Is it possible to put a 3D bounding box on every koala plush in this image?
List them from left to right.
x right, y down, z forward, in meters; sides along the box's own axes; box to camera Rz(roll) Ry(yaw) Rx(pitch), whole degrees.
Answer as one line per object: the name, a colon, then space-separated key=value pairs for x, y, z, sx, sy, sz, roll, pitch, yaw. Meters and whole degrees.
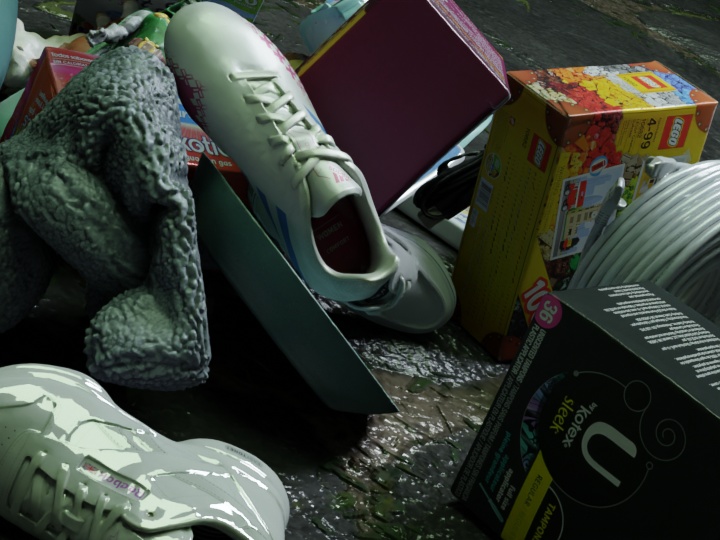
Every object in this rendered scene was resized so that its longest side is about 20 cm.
koala plush: x=-0.195 y=-0.027 z=0.954 sx=0.197 sy=0.186 sz=0.177 roll=-7 pitch=12 yaw=-8

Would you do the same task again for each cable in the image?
cable: x=0.229 y=0.011 z=1.214 sx=0.198 sy=0.201 sz=0.069 roll=-10 pitch=43 yaw=-41

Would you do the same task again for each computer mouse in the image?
computer mouse: x=0.133 y=-0.057 z=1.331 sx=0.053 sy=0.138 sz=0.200 roll=59 pitch=13 yaw=22

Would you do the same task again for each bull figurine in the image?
bull figurine: x=-0.187 y=-0.151 z=1.322 sx=0.199 sy=0.065 sz=0.122 roll=29 pitch=55 yaw=-5

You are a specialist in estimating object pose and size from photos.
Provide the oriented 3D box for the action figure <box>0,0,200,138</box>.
action figure: x=-0.175 y=-0.145 z=1.253 sx=0.118 sy=0.055 sz=0.200 roll=35 pitch=51 yaw=2

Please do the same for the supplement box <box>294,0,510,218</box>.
supplement box: x=0.020 y=-0.122 z=1.117 sx=0.103 sy=0.131 sz=0.200 roll=47 pitch=11 yaw=-8

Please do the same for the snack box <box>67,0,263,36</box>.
snack box: x=-0.160 y=-0.222 z=1.385 sx=0.141 sy=0.200 sz=0.054 roll=18 pitch=67 yaw=-11

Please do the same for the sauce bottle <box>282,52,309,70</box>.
sauce bottle: x=-0.036 y=-0.108 z=1.392 sx=0.065 sy=0.067 sz=0.201 roll=12 pitch=29 yaw=-26

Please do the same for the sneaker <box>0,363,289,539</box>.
sneaker: x=-0.124 y=0.107 z=0.816 sx=0.198 sy=0.076 sz=0.100 roll=18 pitch=22 yaw=-12

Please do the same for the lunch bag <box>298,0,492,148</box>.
lunch bag: x=0.035 y=-0.181 z=1.476 sx=0.171 sy=0.121 sz=0.200 roll=59 pitch=18 yaw=-12

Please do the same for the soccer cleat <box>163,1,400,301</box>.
soccer cleat: x=-0.039 y=-0.072 z=0.978 sx=0.201 sy=0.070 sz=0.086 roll=57 pitch=-19 yaw=-13

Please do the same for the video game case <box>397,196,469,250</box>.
video game case: x=0.151 y=-0.024 z=1.447 sx=0.199 sy=0.023 sz=0.181 roll=35 pitch=25 yaw=26

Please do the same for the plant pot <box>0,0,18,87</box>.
plant pot: x=-0.315 y=-0.162 z=1.090 sx=0.198 sy=0.202 sz=0.162 roll=12 pitch=37 yaw=-26

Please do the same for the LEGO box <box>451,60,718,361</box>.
LEGO box: x=0.160 y=-0.045 z=1.243 sx=0.148 sy=0.202 sz=0.077 roll=-8 pitch=35 yaw=-33

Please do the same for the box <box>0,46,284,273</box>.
box: x=-0.135 y=-0.070 z=1.140 sx=0.198 sy=0.100 sz=0.096 roll=6 pitch=46 yaw=-35

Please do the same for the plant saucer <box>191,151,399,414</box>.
plant saucer: x=-0.049 y=0.017 z=1.040 sx=0.201 sy=0.036 sz=0.200 roll=53 pitch=-2 yaw=3

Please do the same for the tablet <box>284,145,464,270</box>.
tablet: x=-0.026 y=-0.079 z=1.307 sx=0.130 sy=0.014 sz=0.199 roll=36 pitch=49 yaw=25

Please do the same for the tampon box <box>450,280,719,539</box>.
tampon box: x=0.183 y=0.122 z=0.984 sx=0.199 sy=0.151 sz=0.126 roll=37 pitch=26 yaw=31

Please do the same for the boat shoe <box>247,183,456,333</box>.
boat shoe: x=0.000 y=0.000 z=1.143 sx=0.199 sy=0.074 sz=0.066 roll=32 pitch=21 yaw=-38
